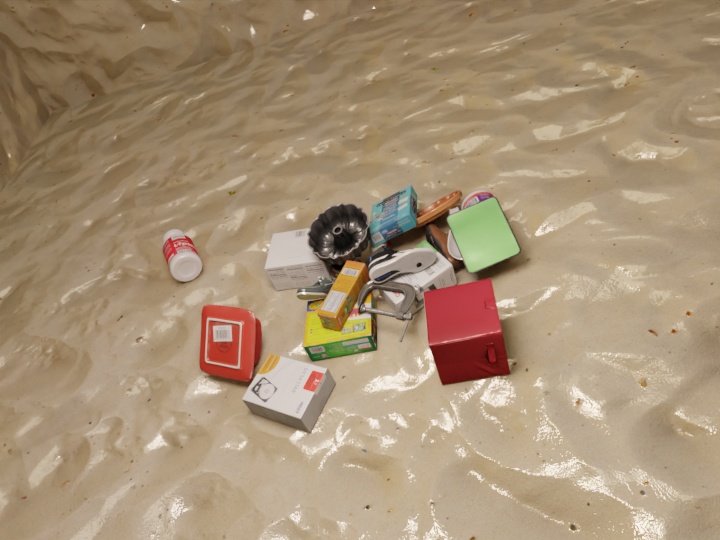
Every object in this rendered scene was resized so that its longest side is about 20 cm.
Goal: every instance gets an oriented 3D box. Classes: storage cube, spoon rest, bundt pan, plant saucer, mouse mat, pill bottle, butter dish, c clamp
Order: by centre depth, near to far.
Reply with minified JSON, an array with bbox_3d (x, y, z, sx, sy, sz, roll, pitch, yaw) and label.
[{"bbox_3d":[0.264,0.154,1.499,0.176,0.172,0.202,-11,45,13],"label":"storage cube"},{"bbox_3d":[0.066,0.094,1.631,0.197,0.027,0.172,13,59,36],"label":"c clamp"},{"bbox_3d":[0.344,-0.102,1.689,0.158,0.008,0.203,-22,62,8],"label":"mouse mat"},{"bbox_3d":[0.290,-0.112,1.740,0.098,0.061,0.203,-19,48,11],"label":"spoon rest"},{"bbox_3d":[-0.355,0.202,1.747,0.196,0.147,0.204,5,93,27],"label":"butter dish"},{"bbox_3d":[0.378,-0.135,1.771,0.109,0.112,0.202,-20,47,3],"label":"pill bottle"},{"bbox_3d":[-0.057,-0.100,1.791,0.198,0.076,0.205,-11,55,16],"label":"bundt pan"},{"bbox_3d":[0.233,-0.187,1.878,0.198,0.033,0.200,-32,7,4],"label":"plant saucer"},{"bbox_3d":[-0.639,-0.060,2.130,0.111,0.113,0.200,-31,44,-9],"label":"pill bottle"}]

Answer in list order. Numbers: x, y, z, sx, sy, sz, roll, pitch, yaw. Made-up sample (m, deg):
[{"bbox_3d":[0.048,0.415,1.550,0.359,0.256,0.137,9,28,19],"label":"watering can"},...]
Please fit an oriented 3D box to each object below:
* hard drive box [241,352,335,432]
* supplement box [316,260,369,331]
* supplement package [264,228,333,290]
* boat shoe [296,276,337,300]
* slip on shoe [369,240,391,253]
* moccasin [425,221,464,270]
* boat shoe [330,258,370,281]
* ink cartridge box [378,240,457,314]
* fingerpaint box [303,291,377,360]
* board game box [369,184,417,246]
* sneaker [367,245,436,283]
[{"bbox_3d":[-0.189,0.321,1.600,0.197,0.077,0.157,9,52,29],"label":"hard drive box"},{"bbox_3d":[-0.046,0.069,1.682,0.068,0.067,0.202,12,54,28],"label":"supplement box"},{"bbox_3d":[-0.185,-0.040,1.919,0.196,0.112,0.158,-7,46,15],"label":"supplement package"},{"bbox_3d":[-0.115,0.049,1.756,0.072,0.198,0.063,-16,80,40],"label":"boat shoe"},{"bbox_3d":[0.065,-0.096,1.911,0.073,0.062,0.201,-27,28,16],"label":"slip on shoe"},{"bbox_3d":[0.255,-0.081,1.804,0.076,0.075,0.202,-16,38,-14],"label":"moccasin"},{"bbox_3d":[-0.002,0.005,1.822,0.198,0.076,0.076,0,47,19],"label":"boat shoe"},{"bbox_3d":[0.154,0.027,1.731,0.198,0.085,0.146,-33,44,-8],"label":"ink cartridge box"},{"bbox_3d":[-0.054,0.154,1.705,0.196,0.074,0.169,-12,45,12],"label":"fingerpaint box"},{"bbox_3d":[0.103,-0.172,1.870,0.149,0.047,0.201,-25,27,22],"label":"board game box"},{"bbox_3d":[0.110,-0.043,1.704,0.196,0.074,0.113,-18,35,0],"label":"sneaker"}]
